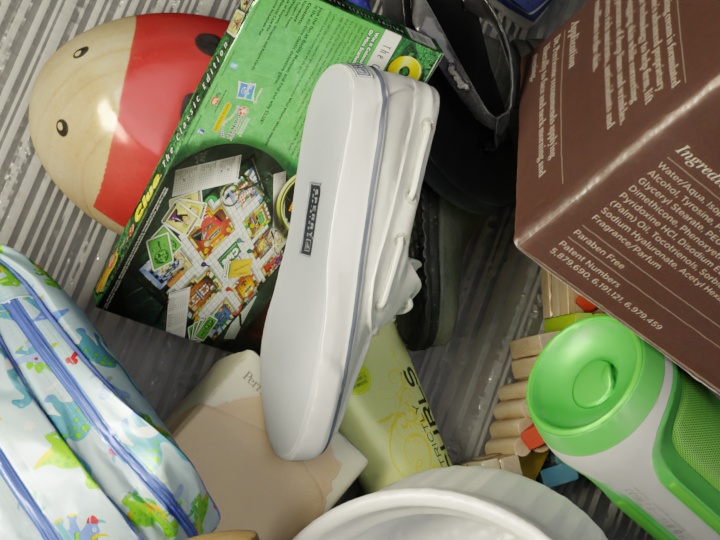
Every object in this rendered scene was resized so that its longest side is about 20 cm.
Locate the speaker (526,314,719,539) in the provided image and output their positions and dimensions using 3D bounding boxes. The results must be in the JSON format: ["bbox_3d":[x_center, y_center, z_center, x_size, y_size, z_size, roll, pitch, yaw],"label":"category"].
[{"bbox_3d":[0.176,0.105,0.954,0.200,0.088,0.089,40,72,-37],"label":"speaker"}]

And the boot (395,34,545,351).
[{"bbox_3d":[0.083,-0.050,0.989,0.130,0.068,0.201,6,75,-17],"label":"boot"}]

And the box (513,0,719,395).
[{"bbox_3d":[0.202,-0.075,0.876,0.164,0.200,0.166,35,37,-21],"label":"box"}]

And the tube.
[{"bbox_3d":[0.023,0.108,0.962,0.052,0.058,0.200,-23,87,4],"label":"tube"}]

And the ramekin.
[{"bbox_3d":[0.050,0.197,0.884,0.200,0.098,0.201,3,100,18],"label":"ramekin"}]

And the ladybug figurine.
[{"bbox_3d":[-0.079,-0.076,0.942,0.199,0.072,0.136,10,80,-16],"label":"ladybug figurine"}]

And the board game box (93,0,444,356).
[{"bbox_3d":[-0.050,-0.049,0.892,0.105,0.023,0.200,22,112,-22],"label":"board game box"}]

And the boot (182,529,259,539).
[{"bbox_3d":[-0.107,0.202,0.693,0.201,0.071,0.144,-25,89,2],"label":"boot"}]

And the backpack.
[{"bbox_3d":[-0.157,0.083,0.804,0.153,0.163,0.200,-19,48,-7],"label":"backpack"}]

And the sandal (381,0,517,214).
[{"bbox_3d":[0.047,-0.127,0.916,0.076,0.043,0.201,-20,98,-46],"label":"sandal"}]

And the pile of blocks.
[{"bbox_3d":[0.121,0.068,0.991,0.082,0.062,0.200,26,77,-12],"label":"pile of blocks"}]

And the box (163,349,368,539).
[{"bbox_3d":[-0.098,0.145,0.905,0.095,0.078,0.200,42,74,-7],"label":"box"}]

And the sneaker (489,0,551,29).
[{"bbox_3d":[0.127,-0.249,1.006,0.080,0.115,0.200,32,75,-10],"label":"sneaker"}]

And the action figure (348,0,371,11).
[{"bbox_3d":[0.003,-0.187,0.949,0.065,0.099,0.200,22,45,-45],"label":"action figure"}]

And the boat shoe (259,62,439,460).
[{"bbox_3d":[0.000,0.000,0.860,0.065,0.074,0.201,6,103,-27],"label":"boat shoe"}]
